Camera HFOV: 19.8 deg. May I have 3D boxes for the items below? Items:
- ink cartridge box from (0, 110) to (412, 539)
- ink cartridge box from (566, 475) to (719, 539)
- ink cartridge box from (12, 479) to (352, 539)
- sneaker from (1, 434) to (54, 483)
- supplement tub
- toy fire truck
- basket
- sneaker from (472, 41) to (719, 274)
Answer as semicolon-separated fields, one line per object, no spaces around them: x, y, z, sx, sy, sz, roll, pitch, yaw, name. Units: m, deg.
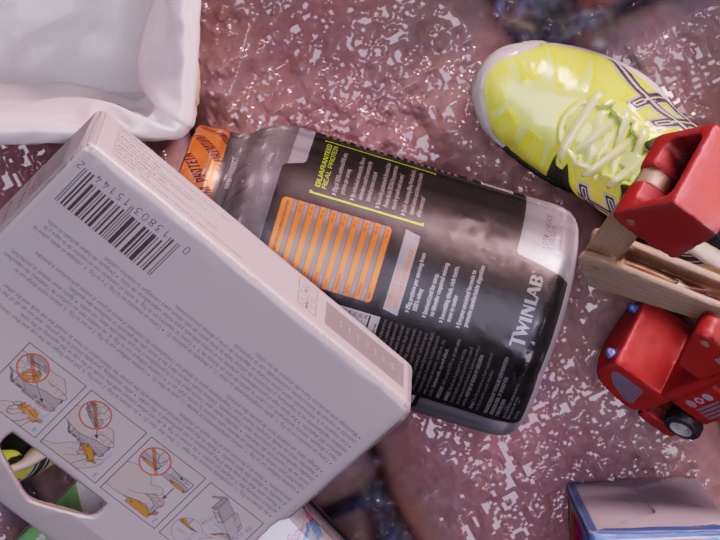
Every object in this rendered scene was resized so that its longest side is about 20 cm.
-0.106;0.051;0.978;0.200;0.045;0.176;40;112;-18;ink cartridge box
0.148;0.216;1.054;0.076;0.136;0.200;-3;94;2;ink cartridge box
-0.075;0.176;1.075;0.145;0.088;0.200;-44;92;3;ink cartridge box
-0.213;0.090;1.072;0.200;0.076;0.075;-33;96;3;sneaker
0.000;0.000;1.043;0.200;0.123;0.123;17;94;-1;supplement tub
0.157;0.012;1.005;0.141;0.200;0.049;36;65;-11;toy fire truck
-0.171;-0.162;1.010;0.200;0.161;0.198;1;95;0;basket
0.149;-0.056;1.054;0.200;0.076;0.075;30;94;-3;sneaker
